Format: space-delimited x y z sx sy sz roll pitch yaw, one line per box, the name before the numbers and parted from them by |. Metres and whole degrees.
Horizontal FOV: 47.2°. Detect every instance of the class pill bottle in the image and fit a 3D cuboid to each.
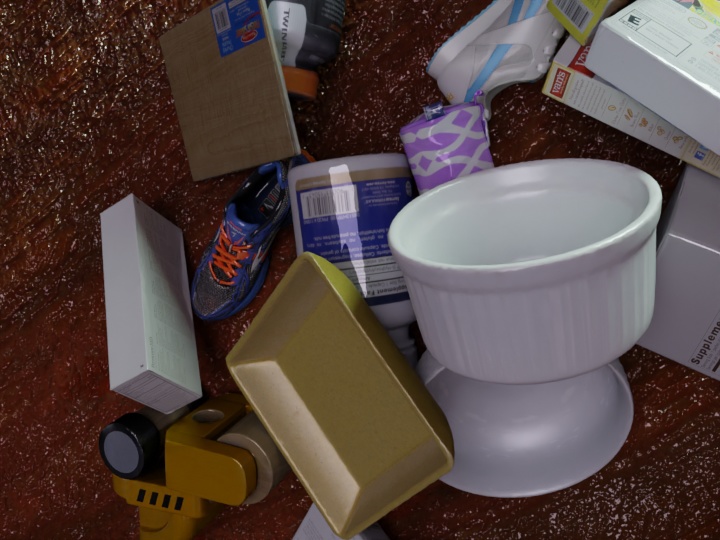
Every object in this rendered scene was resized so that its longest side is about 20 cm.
pill bottle | 0.000 0.000 0.771 0.117 0.119 0.206 -5 94 17
pill bottle | -0.064 -0.270 0.790 0.104 0.106 0.206 8 94 16

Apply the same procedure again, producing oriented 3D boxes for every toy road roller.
toy road roller | -0.156 0.208 0.830 0.195 0.123 0.150 5 105 21

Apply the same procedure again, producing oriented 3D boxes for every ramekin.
ramekin | 0.124 -0.003 0.615 0.195 0.201 0.100 -6 115 17

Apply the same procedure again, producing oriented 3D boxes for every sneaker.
sneaker | 0.156 -0.221 0.748 0.199 0.076 0.081 -40 89 21
sneaker | -0.119 -0.038 0.828 0.075 0.078 0.203 33 100 14

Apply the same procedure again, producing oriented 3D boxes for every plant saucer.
plant saucer | -0.016 0.107 0.705 0.202 0.048 0.200 54 139 12

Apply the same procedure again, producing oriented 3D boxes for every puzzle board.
puzzle board | -0.129 -0.174 0.795 0.198 0.017 0.155 -3 102 52

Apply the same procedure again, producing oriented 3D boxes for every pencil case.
pencil case | 0.101 -0.056 0.743 0.084 0.084 0.204 -18 101 7

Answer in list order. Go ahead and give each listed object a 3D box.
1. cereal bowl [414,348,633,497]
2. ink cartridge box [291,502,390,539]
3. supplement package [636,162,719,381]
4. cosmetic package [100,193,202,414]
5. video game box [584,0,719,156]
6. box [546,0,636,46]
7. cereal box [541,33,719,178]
cereal bowl | 0.135 0.106 0.728 0.194 0.084 0.204 0 128 0
ink cartridge box | -0.029 0.339 0.791 0.160 0.047 0.203 41 108 47
supplement package | 0.326 0.016 0.652 0.197 0.122 0.121 24 137 15
cosmetic package | -0.209 0.031 0.812 0.050 0.083 0.203 -25 56 15
video game box | 0.301 -0.154 0.633 0.181 0.047 0.199 -36 65 -30
box | 0.242 -0.268 0.668 0.199 0.075 0.050 -40 79 -17
cereal box | 0.266 -0.156 0.683 0.197 0.145 0.040 29 143 13
